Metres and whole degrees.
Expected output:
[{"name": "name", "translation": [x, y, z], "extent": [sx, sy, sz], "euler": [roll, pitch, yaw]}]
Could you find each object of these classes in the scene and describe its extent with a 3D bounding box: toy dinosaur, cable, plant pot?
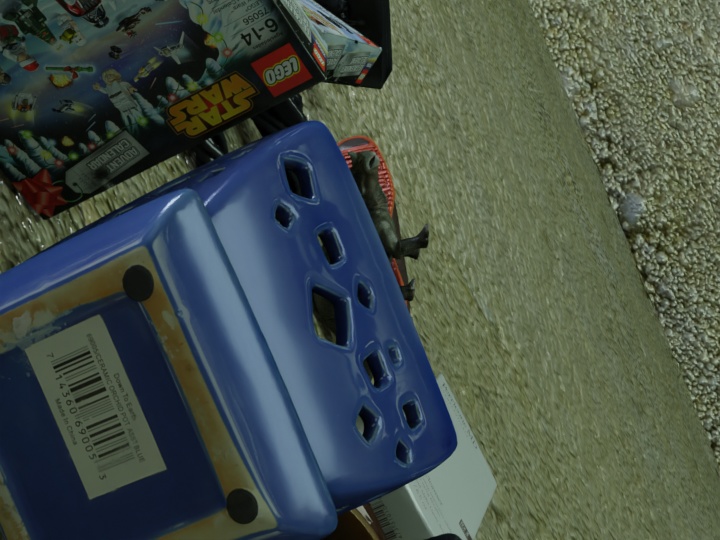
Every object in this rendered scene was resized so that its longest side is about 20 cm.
[{"name": "toy dinosaur", "translation": [0.000, 0.000, 1.274], "extent": [0.077, 0.101, 0.202], "euler": [-140, -119, -84]}, {"name": "cable", "translation": [-0.104, -0.121, 1.198], "extent": [0.200, 0.050, 0.164], "euler": [49, 32, -35]}, {"name": "plant pot", "translation": [-0.092, 0.058, 0.769], "extent": [0.202, 0.199, 0.180], "euler": [66, 24, -2]}]

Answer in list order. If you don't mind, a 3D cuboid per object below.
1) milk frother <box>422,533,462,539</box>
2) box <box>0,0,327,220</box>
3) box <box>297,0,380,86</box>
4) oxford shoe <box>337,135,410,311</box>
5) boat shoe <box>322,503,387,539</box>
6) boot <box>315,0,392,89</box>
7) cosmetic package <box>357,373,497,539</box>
[{"name": "milk frother", "translation": [0.029, 0.271, 0.851], "extent": [0.201, 0.187, 0.181], "euler": [64, 19, -9]}, {"name": "box", "translation": [-0.136, -0.124, 0.844], "extent": [0.137, 0.199, 0.040], "euler": [53, 22, -33]}, {"name": "box", "translation": [-0.090, -0.216, 1.176], "extent": [0.199, 0.040, 0.137], "euler": [37, 14, 15]}, {"name": "oxford shoe", "translation": [0.006, -0.025, 1.369], "extent": [0.073, 0.070, 0.202], "euler": [59, 23, -63]}, {"name": "boat shoe", "translation": [-0.031, 0.146, 1.021], "extent": [0.201, 0.070, 0.070], "euler": [61, 23, -18]}, {"name": "boot", "translation": [-0.045, -0.278, 1.430], "extent": [0.066, 0.164, 0.201], "euler": [-48, 148, -35]}, {"name": "cosmetic package", "translation": [0.036, 0.167, 1.176], "extent": [0.114, 0.081, 0.200], "euler": [63, 19, -6]}]
